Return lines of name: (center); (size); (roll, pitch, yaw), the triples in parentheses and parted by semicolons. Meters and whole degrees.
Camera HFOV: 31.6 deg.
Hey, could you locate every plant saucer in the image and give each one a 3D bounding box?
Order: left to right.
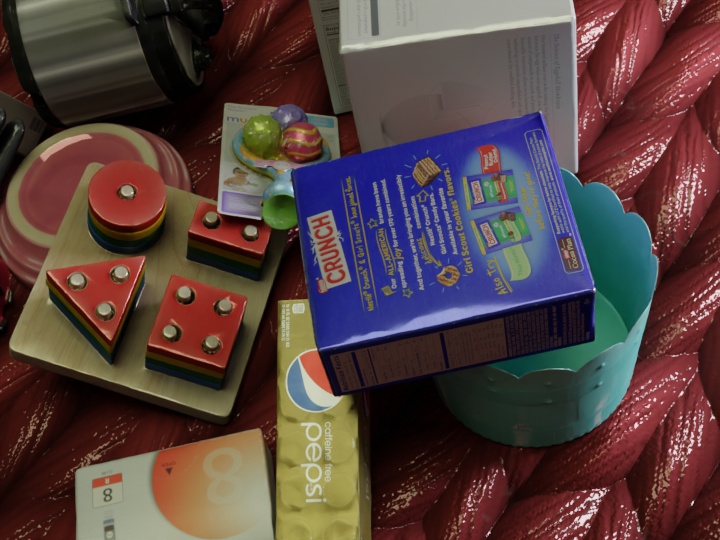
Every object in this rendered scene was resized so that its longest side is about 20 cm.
plant saucer: (-0.261, -0.069, 1.224); (0.197, 0.051, 0.203); (-5, 54, 6)

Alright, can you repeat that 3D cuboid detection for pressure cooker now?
pressure cooker: (-0.233, -0.243, 1.264); (0.197, 0.180, 0.177); (-12, 42, 7)

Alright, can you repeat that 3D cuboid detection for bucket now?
bucket: (0.135, 0.031, 1.027); (0.204, 0.136, 0.210); (-4, 54, 6)

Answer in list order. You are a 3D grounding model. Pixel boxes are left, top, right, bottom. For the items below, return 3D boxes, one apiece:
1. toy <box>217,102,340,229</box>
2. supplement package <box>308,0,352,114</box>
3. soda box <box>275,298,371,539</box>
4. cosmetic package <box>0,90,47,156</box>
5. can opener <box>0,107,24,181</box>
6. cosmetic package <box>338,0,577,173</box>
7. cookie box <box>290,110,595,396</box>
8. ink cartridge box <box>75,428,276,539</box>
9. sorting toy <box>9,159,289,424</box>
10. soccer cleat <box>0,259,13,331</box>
toy: (-0.070, -0.113, 1.171); (0.113, 0.048, 0.201); (7, 38, -9)
supplement package: (0.021, -0.288, 1.234); (0.148, 0.201, 0.153); (-11, 53, 2)
soda box: (-0.028, 0.127, 0.999); (0.067, 0.064, 0.203); (-3, 73, 8)
cosmetic package: (-0.396, -0.171, 1.230); (0.082, 0.200, 0.051); (27, 89, 26)
can opener: (-0.376, -0.059, 1.197); (0.078, 0.063, 0.202); (24, 78, 24)
cosmetic package: (0.091, -0.182, 1.146); (0.196, 0.201, 0.124); (-5, 54, 6)
cookie box: (0.058, -0.014, 0.942); (0.197, 0.076, 0.173); (-12, 54, 3)
ink cartridge box: (-0.140, 0.233, 0.988); (0.160, 0.050, 0.202); (-12, 50, 2)
sorting toy: (-0.177, 0.004, 1.105); (0.196, 0.070, 0.202); (17, 59, -2)
soccer cleat: (-0.381, 0.068, 1.136); (0.085, 0.070, 0.202); (6, 56, 14)
